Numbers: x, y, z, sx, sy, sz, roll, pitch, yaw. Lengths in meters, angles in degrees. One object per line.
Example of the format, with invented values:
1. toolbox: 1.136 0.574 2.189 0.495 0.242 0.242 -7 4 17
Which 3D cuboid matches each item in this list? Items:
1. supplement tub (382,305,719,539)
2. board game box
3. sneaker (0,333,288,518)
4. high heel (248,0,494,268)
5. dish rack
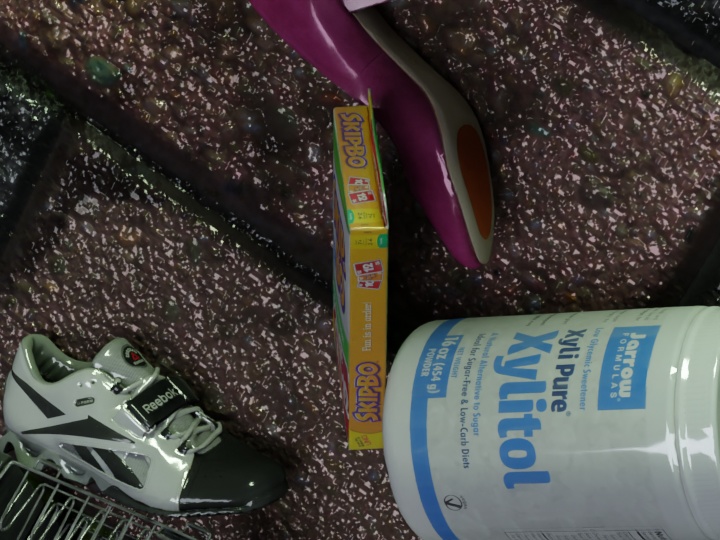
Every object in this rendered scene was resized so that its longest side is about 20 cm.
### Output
1. supplement tub: 0.125 0.088 1.665 0.200 0.132 0.132 -5 107 27
2. board game box: 0.000 0.000 1.674 0.030 0.096 0.200 -2 136 -6
3. sneaker: -0.135 0.091 1.822 0.200 0.074 0.089 14 112 23
4. high heel: 0.009 -0.088 1.692 0.096 0.067 0.200 -19 86 22
5. dish rack: -0.144 0.184 1.825 0.200 0.055 0.153 20 157 27
